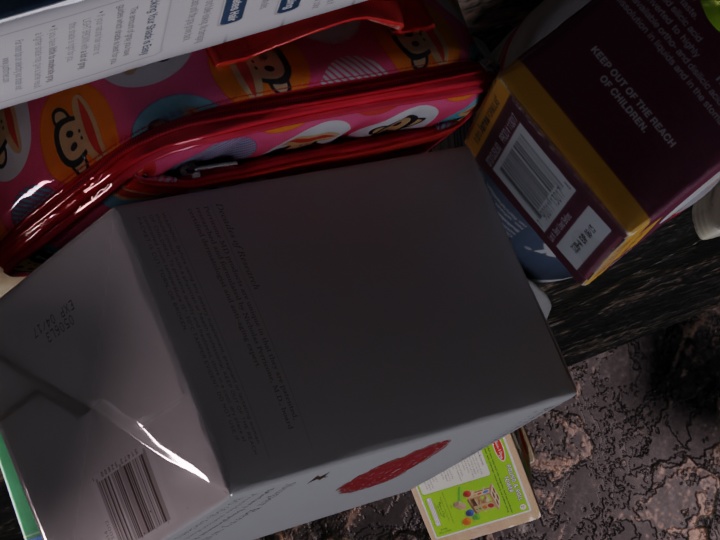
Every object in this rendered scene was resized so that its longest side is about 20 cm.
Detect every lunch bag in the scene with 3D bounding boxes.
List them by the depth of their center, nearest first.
[{"bbox_3d":[-0.047,-0.069,1.039,0.200,0.082,0.176,-13,166,-41],"label":"lunch bag"}]

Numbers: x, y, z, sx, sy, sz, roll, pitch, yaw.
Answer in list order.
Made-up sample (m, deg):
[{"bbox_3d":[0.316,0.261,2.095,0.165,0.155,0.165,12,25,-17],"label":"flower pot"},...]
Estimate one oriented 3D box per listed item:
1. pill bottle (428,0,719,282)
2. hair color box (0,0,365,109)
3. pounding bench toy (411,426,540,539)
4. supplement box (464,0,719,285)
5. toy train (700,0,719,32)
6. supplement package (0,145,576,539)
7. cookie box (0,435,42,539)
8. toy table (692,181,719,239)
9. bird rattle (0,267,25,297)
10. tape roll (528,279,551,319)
[{"bbox_3d":[0.099,-0.059,1.273,0.119,0.120,0.200,-16,172,-19],"label":"pill bottle"},{"bbox_3d":[-0.060,-0.107,0.796,0.199,0.061,0.100,-17,172,-11],"label":"hair color box"},{"bbox_3d":[0.108,0.171,2.828,0.124,0.201,0.156,-18,-157,9],"label":"pounding bench toy"},{"bbox_3d":[0.150,-0.094,1.065,0.200,0.086,0.110,-38,175,-11],"label":"supplement box"},{"bbox_3d":[0.156,-0.101,0.861,0.084,0.201,0.116,-15,176,-26],"label":"toy train"},{"bbox_3d":[-0.034,0.037,1.036,0.200,0.120,0.121,-13,164,-44],"label":"supplement package"},{"bbox_3d":[-0.114,0.074,1.479,0.199,0.172,0.075,-19,175,-6],"label":"cookie box"},{"bbox_3d":[0.245,-0.092,1.403,0.183,0.118,0.200,-17,172,-17],"label":"toy table"},{"bbox_3d":[-0.175,0.021,1.129,0.200,0.113,0.163,-15,148,-48],"label":"bird rattle"},{"bbox_3d":[0.000,0.000,1.318,0.202,0.037,0.203,20,171,4],"label":"tape roll"}]
